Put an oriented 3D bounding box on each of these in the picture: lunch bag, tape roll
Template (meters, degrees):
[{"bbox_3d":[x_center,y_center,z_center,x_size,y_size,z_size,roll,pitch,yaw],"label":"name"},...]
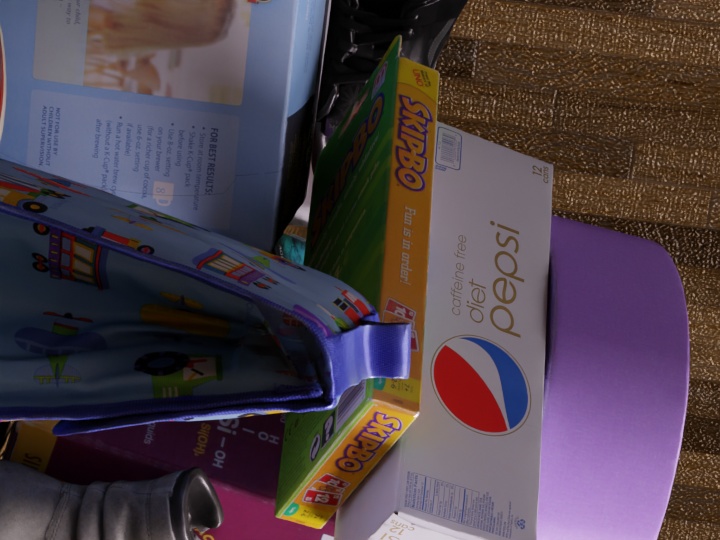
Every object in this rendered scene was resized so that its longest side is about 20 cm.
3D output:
[{"bbox_3d":[-0.080,0.011,0.677,0.151,0.198,0.095,-16,113,-84],"label":"lunch bag"},{"bbox_3d":[0.081,0.076,0.904,0.200,0.065,0.202,-167,-90,-78],"label":"tape roll"}]

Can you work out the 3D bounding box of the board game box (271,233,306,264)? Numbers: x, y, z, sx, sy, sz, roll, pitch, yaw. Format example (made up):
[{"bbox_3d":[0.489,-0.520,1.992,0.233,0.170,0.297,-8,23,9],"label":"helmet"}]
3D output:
[{"bbox_3d":[-0.017,0.086,1.057,0.135,0.028,0.202,20,60,-67],"label":"board game box"}]

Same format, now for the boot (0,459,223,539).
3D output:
[{"bbox_3d":[-0.119,0.158,0.836,0.068,0.130,0.201,-77,172,-47],"label":"boot"}]

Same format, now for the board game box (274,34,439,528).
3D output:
[{"bbox_3d":[0.000,0.000,0.828,0.096,0.030,0.201,127,-27,-46],"label":"board game box"}]

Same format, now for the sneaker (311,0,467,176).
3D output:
[{"bbox_3d":[0.013,-0.107,0.938,0.200,0.075,0.088,98,6,-61],"label":"sneaker"}]

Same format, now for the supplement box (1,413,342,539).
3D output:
[{"bbox_3d":[-0.060,0.095,0.882,0.131,0.199,0.104,116,-11,-46],"label":"supplement box"}]

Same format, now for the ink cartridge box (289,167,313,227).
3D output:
[{"bbox_3d":[-0.031,-0.061,1.098,0.115,0.198,0.068,100,-2,-87],"label":"ink cartridge box"}]

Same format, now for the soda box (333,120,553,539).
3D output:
[{"bbox_3d":[0.036,0.038,0.827,0.068,0.063,0.201,128,-24,-49],"label":"soda box"}]

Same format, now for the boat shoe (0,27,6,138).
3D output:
[{"bbox_3d":[-0.154,-0.022,0.566,0.063,0.071,0.201,78,23,-67],"label":"boat shoe"}]

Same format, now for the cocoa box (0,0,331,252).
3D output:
[{"bbox_3d":[-0.081,-0.124,0.848,0.131,0.132,0.202,-70,167,-75],"label":"cocoa box"}]
